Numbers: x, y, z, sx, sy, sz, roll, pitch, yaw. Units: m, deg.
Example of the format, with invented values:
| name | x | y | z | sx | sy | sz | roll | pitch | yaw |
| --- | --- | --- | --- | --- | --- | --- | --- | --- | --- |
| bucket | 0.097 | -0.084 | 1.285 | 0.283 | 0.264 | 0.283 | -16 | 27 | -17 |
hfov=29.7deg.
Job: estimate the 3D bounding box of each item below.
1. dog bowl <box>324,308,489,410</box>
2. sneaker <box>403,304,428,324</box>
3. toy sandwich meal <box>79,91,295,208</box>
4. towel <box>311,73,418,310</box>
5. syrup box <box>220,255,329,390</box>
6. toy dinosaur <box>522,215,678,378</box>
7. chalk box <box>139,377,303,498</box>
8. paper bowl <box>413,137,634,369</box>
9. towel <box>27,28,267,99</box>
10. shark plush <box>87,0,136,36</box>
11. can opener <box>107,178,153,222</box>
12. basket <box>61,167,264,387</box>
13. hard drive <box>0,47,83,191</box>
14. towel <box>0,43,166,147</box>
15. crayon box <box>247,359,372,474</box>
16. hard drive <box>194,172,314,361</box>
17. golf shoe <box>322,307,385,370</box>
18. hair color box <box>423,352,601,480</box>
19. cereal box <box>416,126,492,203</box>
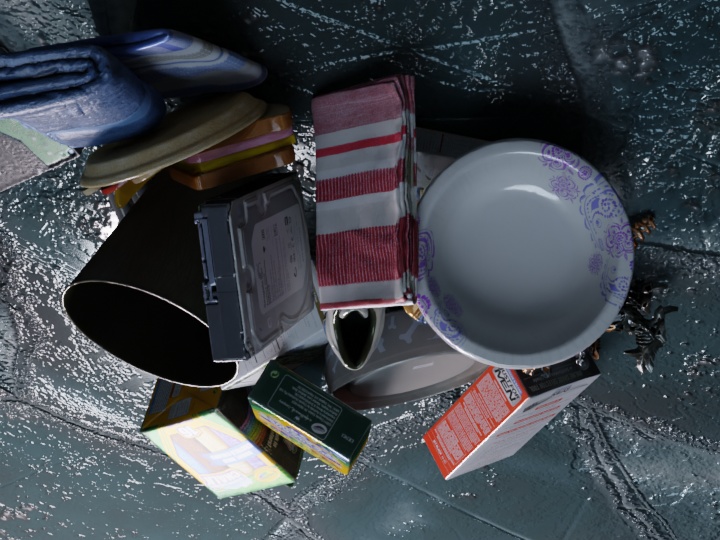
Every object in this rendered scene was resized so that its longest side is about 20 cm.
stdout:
| name | x | y | z | sx | sy | sz | roll | pitch | yaw |
| --- | --- | --- | --- | --- | --- | --- | --- | --- | --- |
| dog bowl | 0.052 | 0.091 | 1.453 | 0.199 | 0.059 | 0.200 | -14 | 162 | -5 |
| sneaker | 0.139 | 0.017 | 1.328 | 0.199 | 0.088 | 0.076 | 14 | 119 | -3 |
| toy sandwich meal | -0.158 | -0.103 | 1.248 | 0.204 | 0.205 | 0.071 | -13 | 109 | 28 |
| towel | 0.000 | -0.067 | 1.219 | 0.023 | 0.202 | 0.144 | 1 | 176 | -35 |
| syrup box | -0.077 | 0.056 | 1.470 | 0.078 | 0.082 | 0.200 | -5 | 159 | -46 |
| toy dinosaur | 0.238 | 0.036 | 1.364 | 0.135 | 0.103 | 0.200 | 23 | 140 | -14 |
| chalk box | -0.143 | 0.185 | 1.627 | 0.123 | 0.125 | 0.200 | -17 | 131 | 31 |
| paper bowl | 0.140 | -0.012 | 1.224 | 0.199 | 0.202 | 0.104 | 11 | 177 | 1 |
| towel | -0.183 | -0.177 | 1.195 | 0.146 | 0.024 | 0.200 | -6 | 177 | 19 |
| shark plush | -0.203 | -0.281 | 1.119 | 0.090 | 0.084 | 0.201 | 14 | 141 | -2 |
| can opener | -0.211 | -0.025 | 1.460 | 0.053 | 0.067 | 0.201 | -5 | 125 | 20 |
| basket | -0.171 | -0.015 | 1.327 | 0.179 | 0.201 | 0.136 | 26 | 143 | -9 |
| hard drive | -0.391 | -0.141 | 1.372 | 0.199 | 0.038 | 0.140 | -18 | 132 | 33 |
| towel | -0.234 | -0.141 | 1.144 | 0.111 | 0.049 | 0.200 | -7 | 174 | 5 |
| crayon box | -0.054 | 0.165 | 1.486 | 0.125 | 0.052 | 0.200 | 31 | 169 | 6 |
| hard drive | -0.093 | -0.009 | 1.254 | 0.038 | 0.200 | 0.141 | -3 | 100 | 17 |
| golf shoe | 0.000 | 0.000 | 1.296 | 0.078 | 0.097 | 0.201 | -3 | 114 | -1 |
| hair color box | 0.165 | 0.150 | 1.513 | 0.110 | 0.064 | 0.200 | -14 | 155 | -35 |
| cereal box | 0.102 | -0.067 | 1.328 | 0.198 | 0.040 | 0.144 | 10 | 140 | 2 |
